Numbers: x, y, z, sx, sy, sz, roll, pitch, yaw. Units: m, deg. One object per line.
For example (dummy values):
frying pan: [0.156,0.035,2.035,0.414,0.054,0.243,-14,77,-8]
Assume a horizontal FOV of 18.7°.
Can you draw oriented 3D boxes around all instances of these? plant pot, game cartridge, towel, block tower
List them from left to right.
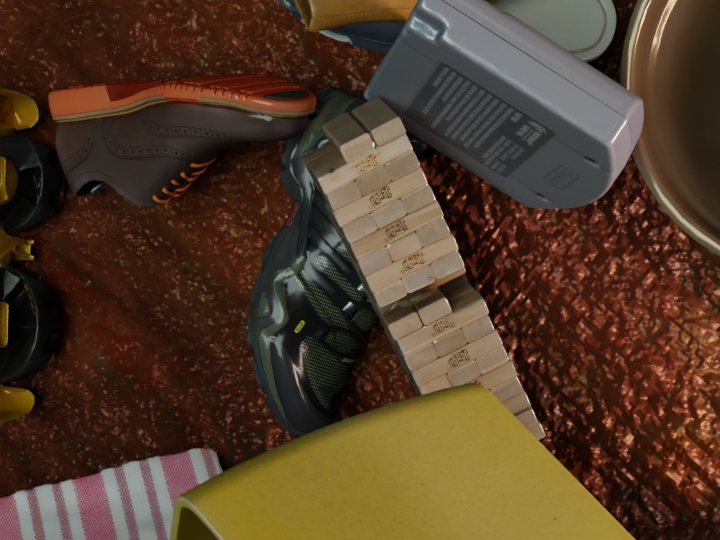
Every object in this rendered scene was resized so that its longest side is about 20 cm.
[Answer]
towel: [-0.161,0.172,1.230,0.199,0.030,0.147,-13,44,-10]
plant pot: [0.029,0.177,1.104,0.176,0.200,0.200,-36,69,-27]
block tower: [0.032,0.010,1.178,0.054,0.058,0.201,-26,109,-2]
game cartridge: [0.073,-0.084,1.116,0.133,0.200,0.041,36,81,-2]
plant pot: [0.240,-0.095,1.122,0.200,0.093,0.202,0,90,21]

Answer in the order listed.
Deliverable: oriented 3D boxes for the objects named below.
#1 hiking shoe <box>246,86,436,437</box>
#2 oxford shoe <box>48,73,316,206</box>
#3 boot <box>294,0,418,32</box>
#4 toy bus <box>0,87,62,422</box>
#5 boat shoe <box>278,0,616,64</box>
hiking shoe: [0.000,0.000,1.228,0.100,0.076,0.201,9,93,25]
oxford shoe: [-0.100,-0.075,1.259,0.199,0.071,0.073,1,98,45]
boot: [0.008,-0.221,1.174,0.143,0.071,0.202,-9,62,-12]
toy bus: [-0.290,-0.011,1.328,0.191,0.135,0.201,2,89,38]
boat shoe: [0.045,-0.143,1.211,0.199,0.062,0.075,10,69,14]
